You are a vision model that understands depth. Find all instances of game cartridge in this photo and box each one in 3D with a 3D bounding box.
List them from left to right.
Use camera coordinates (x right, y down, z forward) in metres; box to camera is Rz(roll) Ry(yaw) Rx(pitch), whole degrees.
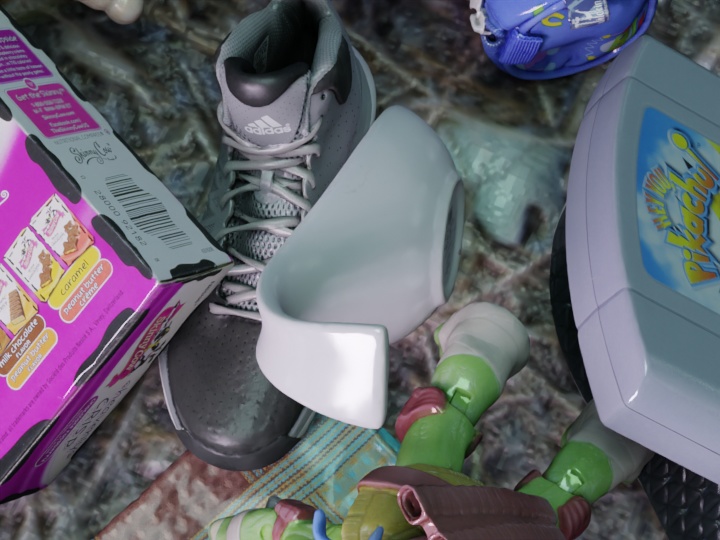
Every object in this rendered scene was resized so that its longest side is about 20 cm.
[{"bbox_3d":[0.142,-0.002,1.085,0.133,0.040,0.200,24,43,-19],"label":"game cartridge"}]

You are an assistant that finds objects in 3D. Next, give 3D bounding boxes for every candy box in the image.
[{"bbox_3d":[-0.164,-0.024,1.093,0.200,0.061,0.136,47,116,13],"label":"candy box"}]

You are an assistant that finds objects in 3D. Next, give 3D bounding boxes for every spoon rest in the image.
[{"bbox_3d":[0.000,0.000,1.067,0.060,0.200,0.100,6,111,9],"label":"spoon rest"}]

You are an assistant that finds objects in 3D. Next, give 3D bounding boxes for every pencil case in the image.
[{"bbox_3d":[0.052,-0.174,1.178,0.087,0.078,0.200,-17,71,-30],"label":"pencil case"}]

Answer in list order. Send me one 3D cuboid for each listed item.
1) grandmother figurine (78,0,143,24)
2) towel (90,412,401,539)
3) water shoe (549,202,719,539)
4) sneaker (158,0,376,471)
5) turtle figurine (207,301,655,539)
[{"bbox_3d":[-0.115,-0.156,1.129,0.200,0.061,0.121,2,57,-39],"label":"grandmother figurine"},{"bbox_3d":[-0.006,0.145,1.100,0.147,0.022,0.200,-43,78,-15],"label":"towel"},{"bbox_3d":[0.143,0.049,1.124,0.079,0.072,0.200,-5,63,-37],"label":"water shoe"},{"bbox_3d":[-0.043,-0.029,1.097,0.075,0.116,0.200,6,65,8],"label":"sneaker"},{"bbox_3d":[0.022,0.121,1.061,0.144,0.200,0.194,12,43,31],"label":"turtle figurine"}]
